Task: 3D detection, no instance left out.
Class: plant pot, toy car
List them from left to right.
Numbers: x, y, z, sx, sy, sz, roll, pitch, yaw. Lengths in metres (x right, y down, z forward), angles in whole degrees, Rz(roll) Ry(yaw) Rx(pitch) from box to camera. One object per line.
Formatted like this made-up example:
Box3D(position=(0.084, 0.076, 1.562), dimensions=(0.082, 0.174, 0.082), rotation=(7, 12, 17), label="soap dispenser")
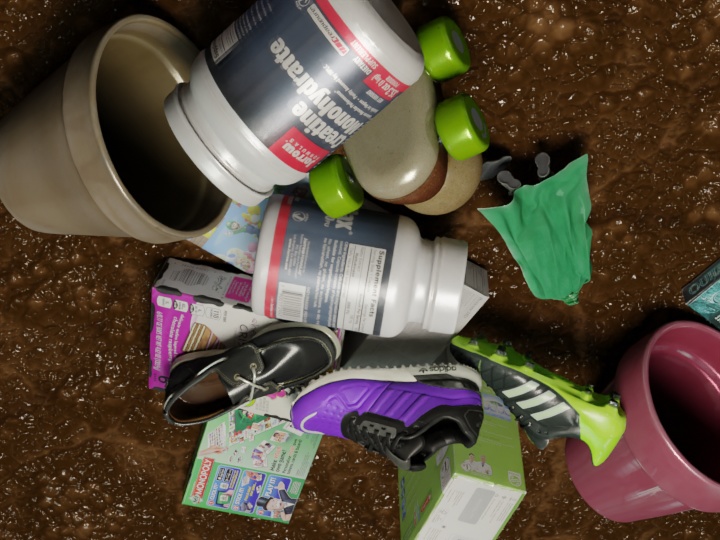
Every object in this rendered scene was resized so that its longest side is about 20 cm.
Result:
Box3D(position=(-0.237, -0.111, 1.281), dimensions=(0.172, 0.202, 0.201), rotation=(-13, 130, 30), label="plant pot")
Box3D(position=(0.062, -0.117, 1.327), dimensions=(0.163, 0.160, 0.199), rotation=(-22, 154, 24), label="toy car")
Box3D(position=(0.323, 0.181, 1.521), dimensions=(0.198, 0.202, 0.179), rotation=(26, 139, -21), label="plant pot")

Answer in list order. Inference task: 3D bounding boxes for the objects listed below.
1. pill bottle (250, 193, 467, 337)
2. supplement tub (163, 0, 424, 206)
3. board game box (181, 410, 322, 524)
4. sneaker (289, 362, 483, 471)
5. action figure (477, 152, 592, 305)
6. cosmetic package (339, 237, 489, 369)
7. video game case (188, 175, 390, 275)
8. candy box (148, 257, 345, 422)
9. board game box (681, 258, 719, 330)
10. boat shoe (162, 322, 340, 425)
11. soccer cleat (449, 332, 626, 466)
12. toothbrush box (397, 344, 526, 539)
Box3D(position=(0.000, 0.000, 1.364), dimensions=(0.197, 0.120, 0.121), rotation=(10, 129, 1), label="pill bottle")
Box3D(position=(-0.056, -0.165, 1.207), dimensions=(0.199, 0.141, 0.140), rotation=(-39, 121, 16), label="supplement tub")
Box3D(position=(-0.121, 0.206, 1.624), dimensions=(0.133, 0.029, 0.202), rotation=(13, 128, -10), label="board game box")
Box3D(position=(0.027, 0.152, 1.400), dimensions=(0.197, 0.101, 0.070), rotation=(-7, 142, 3), label="sneaker")
Box3D(position=(0.191, -0.030, 1.420), dimensions=(0.117, 0.055, 0.201), rotation=(-22, 136, 3), label="action figure")
Box3D(position=(0.047, 0.062, 1.497), dimensions=(0.082, 0.051, 0.201), rotation=(28, 124, -17), label="cosmetic package")
Box3D(position=(-0.079, -0.048, 1.427), dimensions=(0.198, 0.018, 0.143), rotation=(29, 123, -22), label="video game case")
Box3D(position=(-0.118, 0.077, 1.469), dimensions=(0.197, 0.061, 0.138), rotation=(12, 125, 5), label="candy box")
Box3D(position=(0.453, 0.001, 1.470), dimensions=(0.135, 0.028, 0.200), rotation=(33, 122, -24), label="board game box")
Box3D(position=(-0.110, 0.108, 1.409), dimensions=(0.198, 0.068, 0.072), rotation=(-18, 118, 22), label="boat shoe")
Box3D(position=(0.173, 0.131, 1.441), dimensions=(0.198, 0.067, 0.082), rotation=(26, 106, 14), label="soccer cleat")
Box3D(position=(0.103, 0.199, 1.512), dimensions=(0.085, 0.201, 0.147), rotation=(15, 127, -15), label="toothbrush box")
